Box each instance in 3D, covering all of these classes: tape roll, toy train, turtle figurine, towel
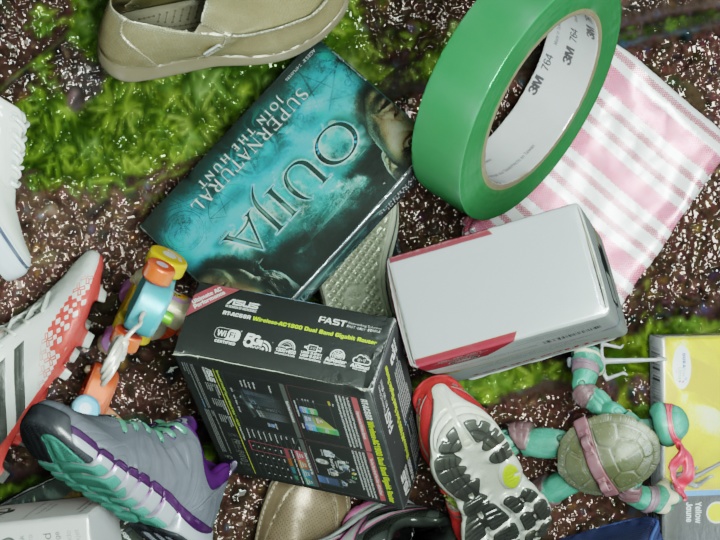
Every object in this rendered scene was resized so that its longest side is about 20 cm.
[{"bbox_3d":[0.116,-0.136,1.491,0.048,0.200,0.201,33,88,23],"label":"tape roll"},{"bbox_3d":[-0.167,0.066,1.495,0.055,0.200,0.151,25,65,-10],"label":"toy train"},{"bbox_3d":[0.185,0.132,1.567,0.199,0.101,0.151,-19,92,15],"label":"turtle figurine"},{"bbox_3d":[0.190,-0.066,1.607,0.146,0.030,0.201,37,88,-10],"label":"towel"}]

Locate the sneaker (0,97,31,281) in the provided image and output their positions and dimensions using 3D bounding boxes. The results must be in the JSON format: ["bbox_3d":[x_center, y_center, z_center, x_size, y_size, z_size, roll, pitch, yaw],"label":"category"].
[{"bbox_3d":[-0.279,-0.093,1.512,0.070,0.073,0.201,-22,97,-3],"label":"sneaker"}]

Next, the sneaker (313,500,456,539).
[{"bbox_3d":[-0.007,0.229,1.525,0.200,0.086,0.081,-40,108,-34],"label":"sneaker"}]

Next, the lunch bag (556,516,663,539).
[{"bbox_3d":[0.157,0.287,1.556,0.199,0.136,0.133,-18,96,21],"label":"lunch bag"}]

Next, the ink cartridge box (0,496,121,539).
[{"bbox_3d":[-0.276,0.254,1.504,0.198,0.084,0.147,-8,94,8],"label":"ink cartridge box"}]

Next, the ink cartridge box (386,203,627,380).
[{"bbox_3d":[0.111,0.021,1.486,0.145,0.200,0.083,-16,82,9],"label":"ink cartridge box"}]

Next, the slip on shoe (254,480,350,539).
[{"bbox_3d":[-0.054,0.241,1.574,0.075,0.061,0.202,18,91,-9],"label":"slip on shoe"}]

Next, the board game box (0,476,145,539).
[{"bbox_3d":[-0.179,0.242,1.545,0.134,0.028,0.201,-24,91,11],"label":"board game box"}]

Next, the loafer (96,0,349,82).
[{"bbox_3d":[-0.104,-0.195,1.523,0.199,0.068,0.076,-18,61,-6],"label":"loafer"}]

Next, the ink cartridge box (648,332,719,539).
[{"bbox_3d":[0.333,0.148,1.637,0.198,0.047,0.200,-2,93,-6],"label":"ink cartridge box"}]

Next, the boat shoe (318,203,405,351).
[{"bbox_3d":[0.000,0.000,1.564,0.074,0.062,0.202,-8,76,8],"label":"boat shoe"}]

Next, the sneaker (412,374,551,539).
[{"bbox_3d":[0.087,0.149,1.519,0.077,0.085,0.201,-25,136,-6],"label":"sneaker"}]

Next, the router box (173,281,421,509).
[{"bbox_3d":[-0.040,0.094,1.478,0.149,0.200,0.062,11,62,15],"label":"router box"}]

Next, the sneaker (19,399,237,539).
[{"bbox_3d":[-0.165,0.127,1.456,0.200,0.074,0.088,47,59,-44],"label":"sneaker"}]

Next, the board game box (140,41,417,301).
[{"bbox_3d":[-0.052,-0.061,1.534,0.135,0.028,0.200,41,87,20],"label":"board game box"}]

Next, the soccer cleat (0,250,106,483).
[{"bbox_3d":[-0.263,0.065,1.529,0.085,0.069,0.201,30,94,-14],"label":"soccer cleat"}]
